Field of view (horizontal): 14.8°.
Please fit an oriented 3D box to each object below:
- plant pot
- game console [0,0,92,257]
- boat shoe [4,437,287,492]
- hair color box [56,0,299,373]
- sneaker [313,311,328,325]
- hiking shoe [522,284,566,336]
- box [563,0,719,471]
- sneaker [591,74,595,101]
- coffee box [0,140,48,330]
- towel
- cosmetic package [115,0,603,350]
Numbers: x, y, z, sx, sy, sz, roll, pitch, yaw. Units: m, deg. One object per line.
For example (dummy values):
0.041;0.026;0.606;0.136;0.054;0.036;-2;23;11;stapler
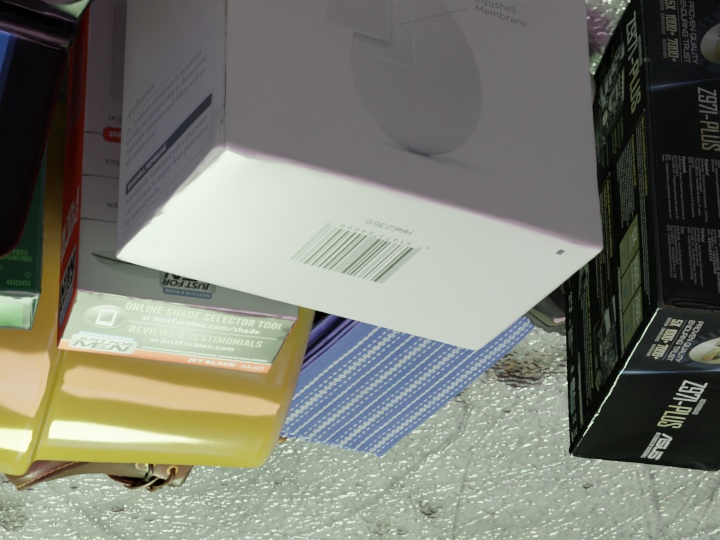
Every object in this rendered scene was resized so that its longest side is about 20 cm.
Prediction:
-0.127;0.023;1.491;0.189;0.201;0.201;15;147;-8;plant pot
-0.210;-0.113;1.219;0.200;0.119;0.172;15;146;-24;game console
-0.124;0.101;1.691;0.200;0.068;0.072;-18;179;-35;boat shoe
-0.090;-0.055;1.390;0.111;0.200;0.064;8;148;-14;hair color box
0.000;0.000;1.608;0.090;0.070;0.200;-1;147;7;sneaker
0.164;-0.011;1.609;0.200;0.076;0.101;10;140;-34;hiking shoe
0.167;-0.021;1.454;0.086;0.200;0.164;6;147;-10;box
0.027;-0.068;1.480;0.200;0.089;0.075;-5;147;6;sneaker
-0.213;-0.069;1.365;0.123;0.200;0.044;3;152;-9;coffee box
0.015;0.052;1.652;0.145;0.024;0.200;-39;157;14;towel
-0.002;-0.092;1.331;0.199;0.200;0.123;15;148;-24;cosmetic package
